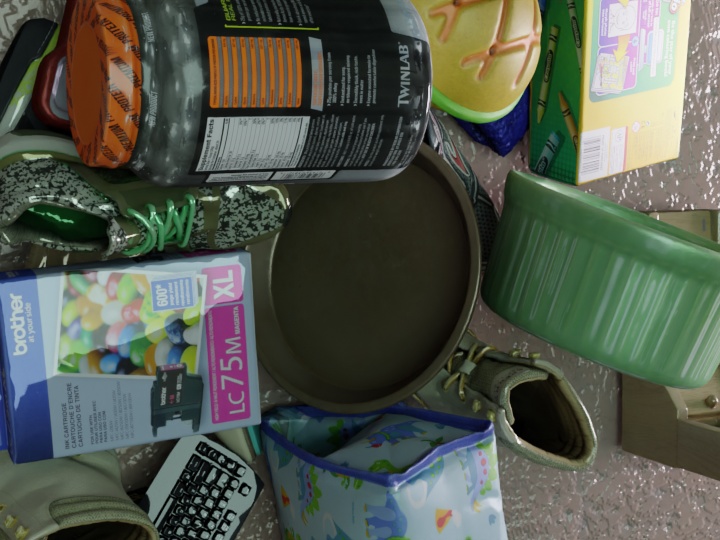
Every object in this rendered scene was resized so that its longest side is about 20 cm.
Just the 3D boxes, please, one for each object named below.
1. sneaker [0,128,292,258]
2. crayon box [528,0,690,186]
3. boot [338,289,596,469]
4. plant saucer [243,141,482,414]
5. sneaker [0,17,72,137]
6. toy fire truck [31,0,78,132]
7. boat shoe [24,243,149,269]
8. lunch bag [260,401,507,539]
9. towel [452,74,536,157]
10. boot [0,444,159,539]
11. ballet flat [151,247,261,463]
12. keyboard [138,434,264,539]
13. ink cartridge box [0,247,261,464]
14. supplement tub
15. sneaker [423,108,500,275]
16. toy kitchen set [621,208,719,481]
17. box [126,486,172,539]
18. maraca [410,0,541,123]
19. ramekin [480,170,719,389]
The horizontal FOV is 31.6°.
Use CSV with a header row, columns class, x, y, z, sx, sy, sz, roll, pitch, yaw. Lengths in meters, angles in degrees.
class,x,y,z,sx,sy,sz,roll,pitch,yaw
sneaker,-0.139,-0.030,0.788,0.197,0.089,0.078,2,125,-11
crayon box,0.193,-0.177,0.978,0.118,0.058,0.203,-15,115,-33
boot,0.071,0.067,0.923,0.200,0.154,0.072,42,79,-18
plant saucer,0.000,0.000,0.897,0.029,0.198,0.203,13,89,-58
sneaker,-0.220,-0.070,0.846,0.082,0.072,0.202,25,85,-23
toy fire truck,-0.108,-0.150,0.850,0.198,0.112,0.170,16,84,-31
boat shoe,-0.190,0.000,0.869,0.071,0.065,0.201,30,85,-2
lunch bag,0.009,0.187,0.896,0.127,0.199,0.172,-19,103,-40
towel,0.123,-0.209,0.989,0.147,0.049,0.201,41,79,-19
boot,-0.239,0.163,0.809,0.198,0.155,0.073,-13,115,-21
ballet flat,-0.116,0.042,0.909,0.069,0.069,0.203,-11,96,-21
keyboard,-0.126,0.221,0.878,0.104,0.040,0.201,33,81,-22
ink cartridge box,-0.165,0.054,0.825,0.198,0.042,0.121,-6,100,-20
supplement tub,-0.067,-0.112,0.759,0.198,0.122,0.124,-3,95,-26
sneaker,0.044,-0.072,0.953,0.081,0.075,0.200,-47,110,-13
toy kitchen set,0.324,0.053,1.023,0.161,0.180,0.203,-3,95,-23
box,-0.214,0.276,0.888,0.198,0.050,0.201,-14,100,-22
maraca,0.051,-0.191,0.873,0.200,0.106,0.138,46,52,-22
ramekin,0.183,0.007,0.920,0.198,0.200,0.099,16,100,-23
